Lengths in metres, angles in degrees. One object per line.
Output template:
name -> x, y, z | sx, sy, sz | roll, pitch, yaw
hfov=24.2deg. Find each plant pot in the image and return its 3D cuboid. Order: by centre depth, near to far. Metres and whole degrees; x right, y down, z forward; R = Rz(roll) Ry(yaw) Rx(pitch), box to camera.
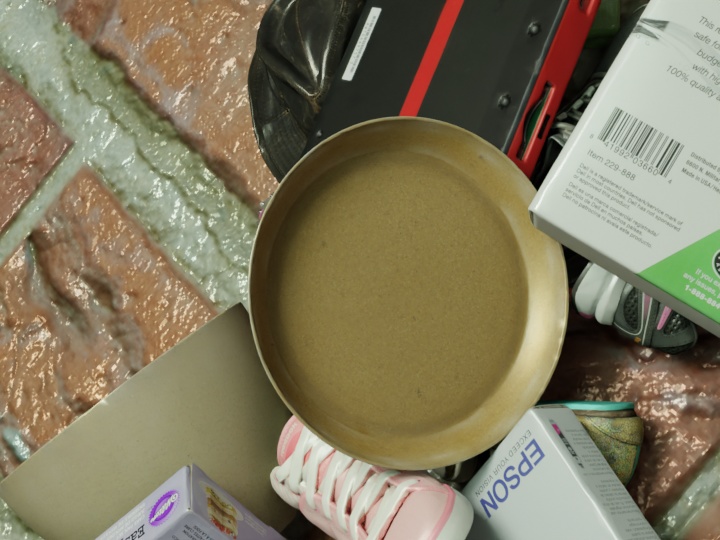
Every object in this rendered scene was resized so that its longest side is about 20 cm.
plant pot -> 0.026, 0.013, 0.966 | 0.027, 0.199, 0.201 | -12, 61, 68
plant pot -> -0.117, 0.134, 1.095 | 0.200, 0.200, 0.135 | -38, 88, 15

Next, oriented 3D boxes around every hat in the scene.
hat -> -0.019, -0.150, 1.180 | 0.199, 0.081, 0.202 | -10, 68, 28

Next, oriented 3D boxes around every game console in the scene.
game console -> 0.058, -0.132, 1.076 | 0.176, 0.031, 0.201 | 15, 78, 44

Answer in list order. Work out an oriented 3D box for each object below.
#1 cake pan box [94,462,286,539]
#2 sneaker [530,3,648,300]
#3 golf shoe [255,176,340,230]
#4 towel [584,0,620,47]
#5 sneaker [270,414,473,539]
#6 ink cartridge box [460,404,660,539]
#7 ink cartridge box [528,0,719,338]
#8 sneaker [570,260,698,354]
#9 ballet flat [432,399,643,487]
cake pan box -> -0.104, 0.238, 1.039 | 0.184, 0.200, 0.052 | -37, 29, 15
sneaker -> 0.152, -0.080, 1.048 | 0.077, 0.082, 0.201 | 18, 84, 35
golf shoe -> 0.000, 0.000, 1.047 | 0.072, 0.200, 0.092 | -37, 63, 1
towel -> 0.105, -0.240, 1.153 | 0.148, 0.031, 0.202 | -5, 73, 18
sneaker -> -0.002, 0.133, 0.992 | 0.104, 0.200, 0.076 | 33, 90, -9
ink cartridge box -> 0.105, 0.215, 0.960 | 0.197, 0.043, 0.201 | -55, 50, 31
ink cartridge box -> 0.205, -0.079, 0.934 | 0.145, 0.084, 0.201 | 31, 90, 8
sneaker -> 0.216, -0.036, 1.011 | 0.086, 0.080, 0.201 | 35, 93, 13
ballet flat -> 0.080, 0.104, 1.044 | 0.199, 0.071, 0.071 | 5, 76, 33
